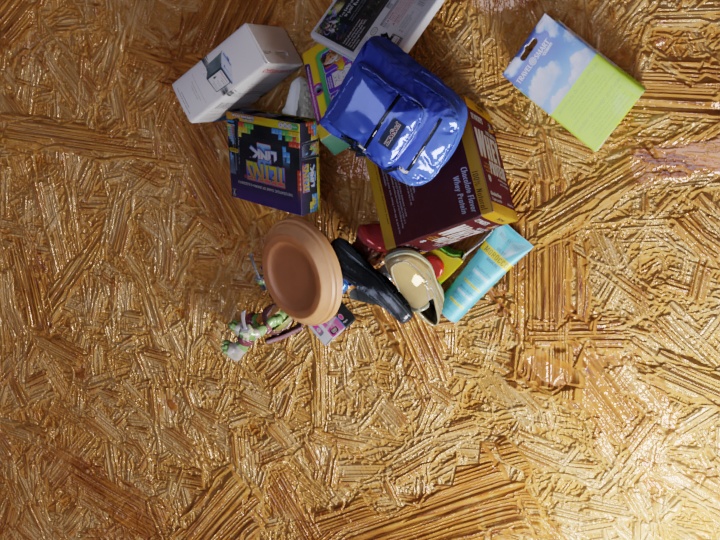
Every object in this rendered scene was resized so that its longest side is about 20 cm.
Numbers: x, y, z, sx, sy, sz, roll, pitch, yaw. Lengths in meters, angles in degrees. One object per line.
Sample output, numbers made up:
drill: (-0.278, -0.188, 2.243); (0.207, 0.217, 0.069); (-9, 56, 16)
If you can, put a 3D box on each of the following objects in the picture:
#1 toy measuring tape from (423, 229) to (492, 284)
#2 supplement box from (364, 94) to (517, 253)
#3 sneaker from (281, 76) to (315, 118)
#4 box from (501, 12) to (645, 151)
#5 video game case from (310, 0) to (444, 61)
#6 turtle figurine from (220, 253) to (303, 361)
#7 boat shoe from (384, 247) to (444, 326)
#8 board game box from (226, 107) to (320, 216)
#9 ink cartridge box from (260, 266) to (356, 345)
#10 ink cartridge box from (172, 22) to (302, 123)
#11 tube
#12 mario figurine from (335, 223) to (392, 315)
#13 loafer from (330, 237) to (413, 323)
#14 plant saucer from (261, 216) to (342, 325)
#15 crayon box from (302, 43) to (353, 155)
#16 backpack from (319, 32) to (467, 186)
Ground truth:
toy measuring tape: (0.160, -0.040, 1.354); (0.074, 0.073, 0.200); (46, 120, 6)
supplement box: (0.133, -0.152, 1.273); (0.196, 0.132, 0.202); (-19, 78, 27)
sneaker: (-0.131, -0.262, 1.427); (0.079, 0.076, 0.205); (14, 108, 29)
box: (0.342, -0.303, 1.216); (0.199, 0.048, 0.123); (41, 115, 9)
video game case: (0.036, -0.436, 1.256); (0.180, 0.023, 0.202); (34, 87, 28)
turtle figurine: (-0.222, 0.080, 1.517); (0.193, 0.197, 0.147); (-39, 57, 32)
boat shoe: (0.100, 0.034, 1.295); (0.070, 0.200, 0.078); (-16, 56, 23)
board game box: (-0.163, -0.205, 1.398); (0.197, 0.056, 0.170); (17, 116, 38)
ink cartridge box: (-0.102, 0.046, 1.479); (0.200, 0.094, 0.037); (48, 126, 6)
ink cartridge box: (-0.225, -0.362, 1.397); (0.198, 0.146, 0.087); (-31, 89, 27)
tube: (0.218, 0.005, 1.360); (0.077, 0.050, 0.201); (37, 111, -2)
mario figurine: (0.000, 0.000, 1.424); (0.200, 0.106, 0.124); (-44, 81, 11)
loafer: (0.010, 0.028, 1.336); (0.200, 0.068, 0.071); (43, 99, 15)
plant saucer: (-0.115, 0.007, 1.367); (0.197, 0.037, 0.205); (20, 120, 37)
crayon box: (-0.003, -0.326, 1.291); (0.170, 0.058, 0.204); (-24, 59, 20)
backpack: (0.053, -0.222, 1.132); (0.198, 0.169, 0.164); (34, 121, -4)
